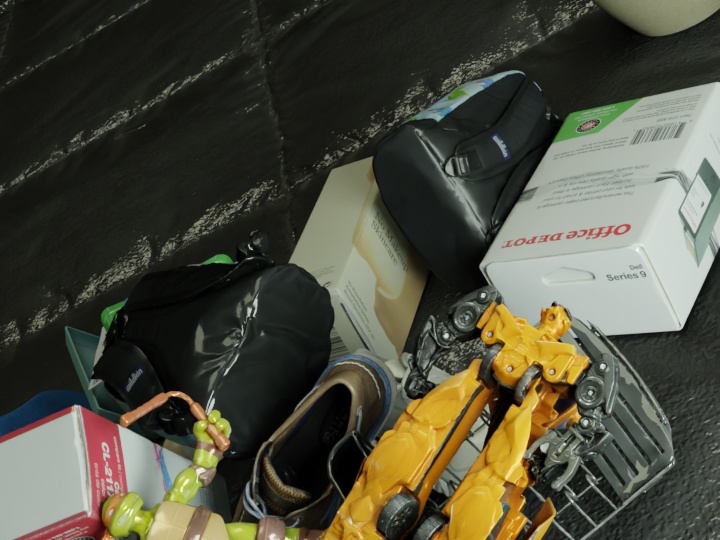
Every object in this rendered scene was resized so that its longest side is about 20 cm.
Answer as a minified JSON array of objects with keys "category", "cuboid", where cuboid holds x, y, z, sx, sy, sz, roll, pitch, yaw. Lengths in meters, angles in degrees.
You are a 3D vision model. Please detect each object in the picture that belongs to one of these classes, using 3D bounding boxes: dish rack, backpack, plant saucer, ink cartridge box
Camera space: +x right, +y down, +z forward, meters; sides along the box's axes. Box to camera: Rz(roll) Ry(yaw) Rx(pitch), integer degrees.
[{"category":"dish rack","cuboid":[0.092,0.121,0.983,0.200,0.055,0.154,-40,56,7]},{"category":"backpack","cuboid":[-0.116,0.070,1.184,0.199,0.126,0.168,0,55,54]},{"category":"plant saucer","cuboid":[-0.231,0.104,1.442,0.019,0.069,0.200,-64,25,9]},{"category":"backpack","cuboid":[0.102,-0.085,1.300,0.200,0.164,0.153,-44,14,-36]},{"category":"ink cartridge box","cuboid":[-0.197,0.183,1.108,0.145,0.200,0.084,-24,60,17]},{"category":"ink cartridge box","cuboid":[0.200,-0.043,1.192,0.145,0.084,0.201,-7,36,40]}]

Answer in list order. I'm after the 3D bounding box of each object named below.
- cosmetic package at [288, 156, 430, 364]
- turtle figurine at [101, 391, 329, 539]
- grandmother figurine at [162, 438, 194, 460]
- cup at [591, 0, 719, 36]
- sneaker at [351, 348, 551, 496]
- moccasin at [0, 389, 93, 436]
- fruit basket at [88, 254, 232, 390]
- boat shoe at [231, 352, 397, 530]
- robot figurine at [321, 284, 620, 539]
[{"category":"cosmetic package","cuboid":[0.000,0.000,1.317,0.070,0.106,0.201,-15,33,28]},{"category":"turtle figurine","cuboid":[-0.105,0.184,0.987,0.160,0.065,0.201,22,52,3]},{"category":"grandmother figurine","cuboid":[-0.199,0.181,1.283,0.199,0.061,0.122,-31,43,-5]},{"category":"cup","cuboid":[0.283,-0.312,1.488,0.199,0.144,0.201,-25,27,14]},{"category":"sneaker","cuboid":[0.053,0.104,1.095,0.075,0.081,0.199,-44,30,-26]},{"category":"moccasin","cuboid":[-0.278,0.152,1.338,0.069,0.080,0.200,-61,-19,14]},{"category":"fruit basket","cuboid":[-0.169,0.035,1.449,0.184,0.094,0.200,-25,20,2]},{"category":"boat shoe","cuboid":[-0.049,0.146,1.064,0.202,0.072,0.072,-64,-17,11]},{"category":"robot figurine","cuboid":[0.070,0.108,0.935,0.144,0.058,0.201,32,84,34]}]
